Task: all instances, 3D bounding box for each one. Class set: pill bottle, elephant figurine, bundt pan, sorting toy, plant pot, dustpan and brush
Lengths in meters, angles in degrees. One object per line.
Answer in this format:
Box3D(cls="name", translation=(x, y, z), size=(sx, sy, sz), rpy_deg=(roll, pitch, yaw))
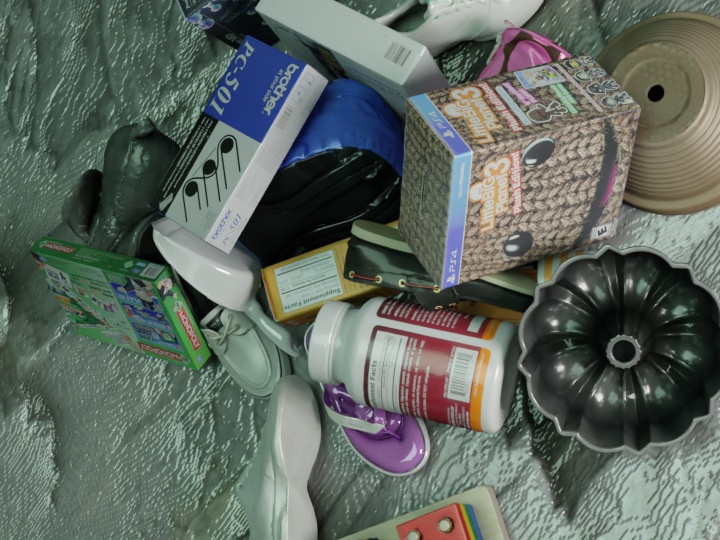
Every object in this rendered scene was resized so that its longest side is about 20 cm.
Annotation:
Box3D(cls="pill bottle", translation=(0.054, 0.089, 1.441), size=(0.198, 0.113, 0.114), rpy_deg=(12, 87, 17))
Box3D(cls="elephant figurine", translation=(-0.263, -0.057, 1.611), size=(0.141, 0.155, 0.201), rpy_deg=(20, 79, 53))
Box3D(cls="bundt pan", translation=(0.250, 0.067, 1.360), size=(0.200, 0.076, 0.204), rpy_deg=(3, 104, 11))
Box3D(cls="sorting toy", translation=(0.064, 0.342, 1.437), size=(0.199, 0.069, 0.200), rpy_deg=(-24, 72, 20))
Box3D(cls="plant pot", translation=(0.298, -0.160, 1.391), size=(0.199, 0.093, 0.203), rpy_deg=(-4, 81, 25))
Box3D(cls="dustpan and brush", translation=(-0.134, 0.017, 1.553), size=(0.199, 0.139, 0.057), rpy_deg=(36, 110, 8))

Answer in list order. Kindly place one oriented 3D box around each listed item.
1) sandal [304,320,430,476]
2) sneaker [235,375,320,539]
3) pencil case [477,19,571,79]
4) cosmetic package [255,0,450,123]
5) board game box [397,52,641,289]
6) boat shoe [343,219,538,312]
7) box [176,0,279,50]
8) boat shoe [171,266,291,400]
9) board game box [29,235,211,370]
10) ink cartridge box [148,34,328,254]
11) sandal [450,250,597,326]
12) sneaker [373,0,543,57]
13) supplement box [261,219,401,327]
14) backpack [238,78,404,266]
Box3D(cls="sandal", translation=(-0.005, 0.135, 1.513), size=(0.082, 0.050, 0.203), rpy_deg=(-44, 64, 13))
Box3D(cls="sneaker", translation=(-0.096, 0.213, 1.531), size=(0.088, 0.075, 0.202), rpy_deg=(-3, 81, 37))
Box3D(cls="pencil case", translation=(0.136, -0.152, 1.472), size=(0.093, 0.091, 0.201), rpy_deg=(32, 95, -9))
Box3D(cls="cosmetic package", translation=(0.001, -0.222, 1.509), size=(0.199, 0.151, 0.052), rpy_deg=(31, 86, 27))
Box3D(cls="board game box", translation=(0.146, -0.095, 1.357), size=(0.198, 0.160, 0.097), rpy_deg=(-17, 45, -19))
Box3D(cls="boat shoe", translation=(0.079, 0.007, 1.419), size=(0.200, 0.074, 0.064), rpy_deg=(16, 103, 13))
Box3D(cls="box", translation=(-0.099, -0.349, 1.582), size=(0.199, 0.148, 0.108), rpy_deg=(-31, 70, 19))
Box3D(cls="boat shoe", translation=(-0.148, 0.057, 1.587), size=(0.072, 0.066, 0.201), rpy_deg=(-36, 68, 16))
Box3D(cls="board game box", translation=(-0.270, 0.035, 1.604), size=(0.199, 0.135, 0.029), rpy_deg=(13, 50, 35))
Box3D(cls="ink cartridge box", translation=(-0.123, -0.127, 1.433), size=(0.094, 0.044, 0.201), rpy_deg=(29, 89, 36))
Box3D(cls="sandal", translation=(0.177, 0.025, 1.437), size=(0.205, 0.059, 0.080), rpy_deg=(-8, 79, 24))
Box3D(cls="sneaker", translation=(0.102, -0.279, 1.506), size=(0.199, 0.088, 0.076), rpy_deg=(-25, 71, 20))
Box3D(cls="supplement box", translation=(0.000, 0.000, 1.513), size=(0.198, 0.066, 0.069), rpy_deg=(-17, 77, 16))
Box3D(cls="backpack", translation=(-0.052, -0.122, 1.515), size=(0.199, 0.162, 0.169), rpy_deg=(-18, 59, 24))
